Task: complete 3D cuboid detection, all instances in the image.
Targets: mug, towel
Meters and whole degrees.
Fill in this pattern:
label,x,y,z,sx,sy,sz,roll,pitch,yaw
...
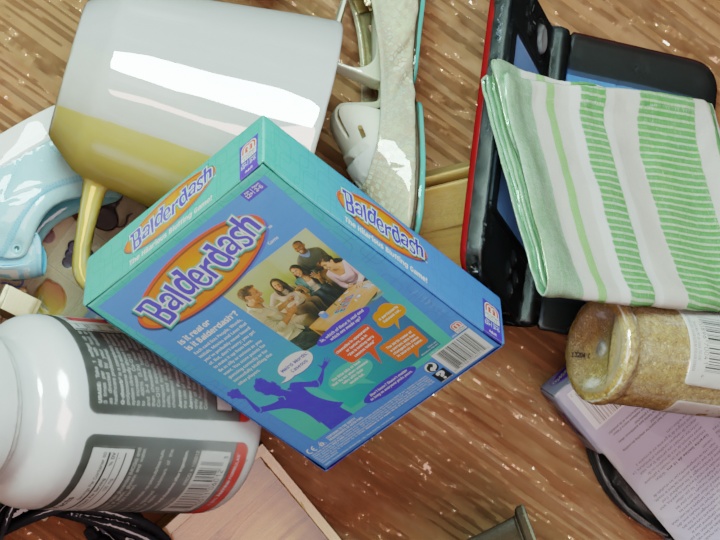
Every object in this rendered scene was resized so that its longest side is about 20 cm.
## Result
label,x,y,z,sx,sy,sz,roll,pitch,yaw
mug,-0.107,-0.082,1.492,0.152,0.150,0.188,17,62,-7
towel,0.163,-0.049,1.517,0.199,0.023,0.154,6,61,-42

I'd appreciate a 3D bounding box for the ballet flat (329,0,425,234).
label,x,y,z,sx,sy,sz,roll,pitch,yaw
ballet flat,0.007,-0.109,1.565,0.062,0.067,0.202,7,67,-13

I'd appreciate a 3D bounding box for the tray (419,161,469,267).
label,x,y,z,sx,sy,sz,roll,pitch,yaw
tray,0.000,0.000,1.603,0.198,0.037,0.099,-14,96,-9

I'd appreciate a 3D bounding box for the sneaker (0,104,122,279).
label,x,y,z,sx,sy,sz,roll,pitch,yaw
sneaker,-0.236,-0.021,1.543,0.199,0.074,0.082,-35,80,-4

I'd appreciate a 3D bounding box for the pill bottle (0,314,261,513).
label,x,y,z,sx,sy,sz,roll,pitch,yaw
pill bottle,-0.167,0.086,1.503,0.199,0.115,0.117,7,95,-41

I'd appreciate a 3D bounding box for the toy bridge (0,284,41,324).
label,x,y,z,sx,sy,sz,roll,pitch,yaw
toy bridge,-0.251,0.101,1.555,0.027,0.067,0.201,26,77,-9

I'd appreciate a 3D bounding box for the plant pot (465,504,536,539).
label,x,y,z,sx,sy,sz,roll,pitch,yaw
plant pot,0.045,0.276,1.572,0.197,0.200,0.202,-21,98,2

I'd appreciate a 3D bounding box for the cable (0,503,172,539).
label,x,y,z,sx,sy,sz,roll,pitch,yaw
cable,-0.181,0.219,1.557,0.162,0.051,0.202,-2,94,-9

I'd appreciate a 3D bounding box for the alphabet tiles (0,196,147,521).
label,x,y,z,sx,sy,sz,roll,pitch,yaw
alphabet tiles,-0.181,0.051,1.600,0.166,0.006,0.201,37,89,-10

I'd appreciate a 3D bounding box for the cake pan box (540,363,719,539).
label,x,y,z,sx,sy,sz,roll,pitch,yaw
cake pan box,0.244,0.088,1.648,0.200,0.052,0.184,-42,98,-3

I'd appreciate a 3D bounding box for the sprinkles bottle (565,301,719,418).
label,x,y,z,sx,sy,sz,roll,pitch,yaw
sprinkles bottle,0.224,0.059,1.552,0.199,0.068,0.069,9,94,-30

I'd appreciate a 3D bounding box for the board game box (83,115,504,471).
label,x,y,z,sx,sy,sz,roll,pitch,yaw
board game box,-0.038,0.018,1.461,0.152,0.045,0.200,-36,124,27

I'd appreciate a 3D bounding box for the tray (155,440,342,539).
label,x,y,z,sx,sy,sz,roll,pitch,yaw
tray,-0.110,0.210,1.611,0.200,0.037,0.099,-40,99,-4

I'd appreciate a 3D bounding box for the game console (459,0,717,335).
label,x,y,z,sx,sy,sz,roll,pitch,yaw
game console,0.144,-0.067,1.559,0.118,0.172,0.202,2,73,17
